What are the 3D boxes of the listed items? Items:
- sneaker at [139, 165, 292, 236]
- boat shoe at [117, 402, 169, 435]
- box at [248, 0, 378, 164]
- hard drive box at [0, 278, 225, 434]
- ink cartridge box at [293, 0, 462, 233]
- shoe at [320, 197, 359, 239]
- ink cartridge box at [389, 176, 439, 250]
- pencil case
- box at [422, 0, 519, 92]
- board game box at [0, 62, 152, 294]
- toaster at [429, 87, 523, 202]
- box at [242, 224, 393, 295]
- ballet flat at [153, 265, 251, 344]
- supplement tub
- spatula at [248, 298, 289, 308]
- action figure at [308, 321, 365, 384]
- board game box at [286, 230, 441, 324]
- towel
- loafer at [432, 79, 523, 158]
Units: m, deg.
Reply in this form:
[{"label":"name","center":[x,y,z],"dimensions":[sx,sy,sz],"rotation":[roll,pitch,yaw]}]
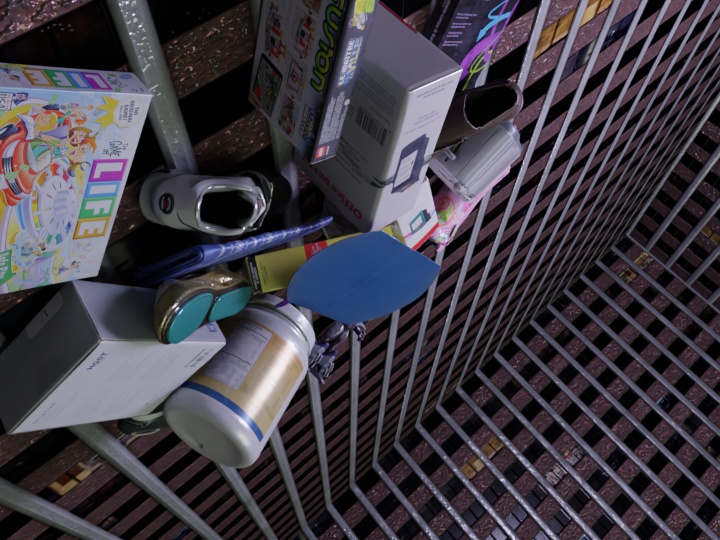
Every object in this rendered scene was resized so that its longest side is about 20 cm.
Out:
[{"label":"sneaker","center":[-0.127,-0.068,0.683],"dimensions":[0.198,0.087,0.076],"rotation":[-17,118,-54]},{"label":"boat shoe","center":[-0.259,0.181,0.927],"dimensions":[0.198,0.076,0.061],"rotation":[-6,141,-46]},{"label":"box","center":[-0.045,-0.211,0.573],"dimensions":[0.034,0.110,0.202],"rotation":[-26,152,-37]},{"label":"hard drive box","center":[-0.273,0.096,0.711],"dimensions":[0.155,0.077,0.199],"rotation":[-41,160,14]},{"label":"ink cartridge box","center":[0.009,-0.164,0.701],"dimensions":[0.084,0.145,0.202],"rotation":[-29,154,-32]},{"label":"shoe","center":[-0.022,-0.057,0.930],"dimensions":[0.054,0.070,0.201],"rotation":[-48,161,-12]},{"label":"ink cartridge box","center":[0.048,-0.100,0.920],"dimensions":[0.067,0.116,0.200],"rotation":[-43,159,-4]},{"label":"pencil case","center":[0.179,-0.133,1.141],"dimensions":[0.201,0.087,0.087],"rotation":[-50,157,10]},{"label":"box","center":[0.142,-0.320,0.815],"dimensions":[0.142,0.036,0.202],"rotation":[-23,148,-44]},{"label":"board game box","center":[-0.263,-0.069,0.529],"dimensions":[0.133,0.034,0.202],"rotation":[-17,144,-51]},{"label":"toaster","center":[0.175,-0.188,1.001],"dimensions":[0.129,0.114,0.200],"rotation":[-46,168,12]},{"label":"box","center":[-0.054,-0.013,0.846],"dimensions":[0.196,0.051,0.075],"rotation":[-13,179,-14]},{"label":"ballet flat","center":[-0.187,0.032,0.707],"dimensions":[0.071,0.070,0.200],"rotation":[-50,174,15]},{"label":"supplement tub","center":[-0.159,0.146,0.876],"dimensions":[0.202,0.142,0.146],"rotation":[-59,170,-38]},{"label":"spatula","center":[-0.144,0.046,0.841],"dimensions":[0.195,0.021,0.056],"rotation":[-12,179,10]},{"label":"action figure","center":[-0.034,0.111,1.208],"dimensions":[0.200,0.069,0.130],"rotation":[-48,149,-5]},{"label":"board game box","center":[0.000,0.000,0.793],"dimensions":[0.157,0.040,0.198],"rotation":[-34,144,25]},{"label":"towel","center":[-0.144,-0.027,0.736],"dimensions":[0.143,0.024,0.198],"rotation":[-16,-177,42]},{"label":"loafer","center":[0.127,-0.210,0.864],"dimensions":[0.197,0.074,0.071],"rotation":[-26,-178,5]}]
